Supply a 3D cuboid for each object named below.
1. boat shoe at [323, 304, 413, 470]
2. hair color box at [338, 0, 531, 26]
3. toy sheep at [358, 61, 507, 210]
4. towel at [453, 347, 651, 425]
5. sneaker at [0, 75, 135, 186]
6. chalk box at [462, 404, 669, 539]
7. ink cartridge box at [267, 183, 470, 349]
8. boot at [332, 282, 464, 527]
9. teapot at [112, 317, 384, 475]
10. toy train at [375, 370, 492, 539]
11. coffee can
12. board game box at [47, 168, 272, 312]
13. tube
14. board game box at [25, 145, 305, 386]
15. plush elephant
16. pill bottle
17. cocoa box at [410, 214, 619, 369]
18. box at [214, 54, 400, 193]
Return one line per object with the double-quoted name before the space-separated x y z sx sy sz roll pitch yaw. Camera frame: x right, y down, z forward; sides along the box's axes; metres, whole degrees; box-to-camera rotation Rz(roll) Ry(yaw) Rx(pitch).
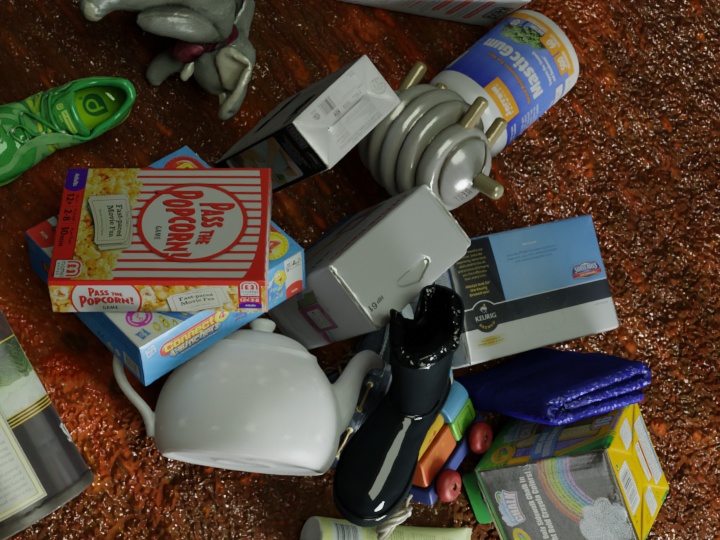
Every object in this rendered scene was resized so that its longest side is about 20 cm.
"boat shoe" -0.007 0.113 1.661 0.091 0.071 0.201 21 75 -26
"hair color box" 0.081 -0.329 1.760 0.199 0.101 0.062 6 78 -26
"toy sheep" 0.073 -0.128 1.623 0.138 0.200 0.138 -25 132 -31
"towel" 0.201 0.129 1.692 0.147 0.200 0.050 -19 100 -26
"sneaker" -0.309 -0.147 1.547 0.200 0.083 0.074 -32 97 -26
"chalk box" 0.209 0.228 1.698 0.124 0.199 0.125 -45 117 -55
"ink cartridge box" 0.000 0.000 1.611 0.144 0.200 0.085 -42 101 -26
"boot" 0.035 0.126 1.501 0.076 0.168 0.200 24 58 15
"teapot" -0.111 0.119 1.549 0.200 0.197 0.147 23 69 -55
"toy train" 0.051 0.189 1.623 0.200 0.084 0.116 -51 135 -34
"coffee can" -0.355 0.140 1.443 0.146 0.146 0.201 -30 96 -27
"board game box" -0.184 -0.030 1.483 0.199 0.046 0.152 0 47 -1
"tube" 0.032 0.300 1.669 0.199 0.052 0.058 13 118 -28
"board game box" -0.190 -0.010 1.535 0.195 0.056 0.200 -32 55 -27
"plush elephant" -0.168 -0.246 1.609 0.199 0.165 0.155 0 122 5
"pill bottle" 0.142 -0.194 1.762 0.200 0.112 0.112 -42 101 -25
"cocoa box" 0.155 0.026 1.721 0.199 0.133 0.132 -12 86 -27
"box" -0.057 -0.141 1.607 0.117 0.200 0.060 -46 104 -27
